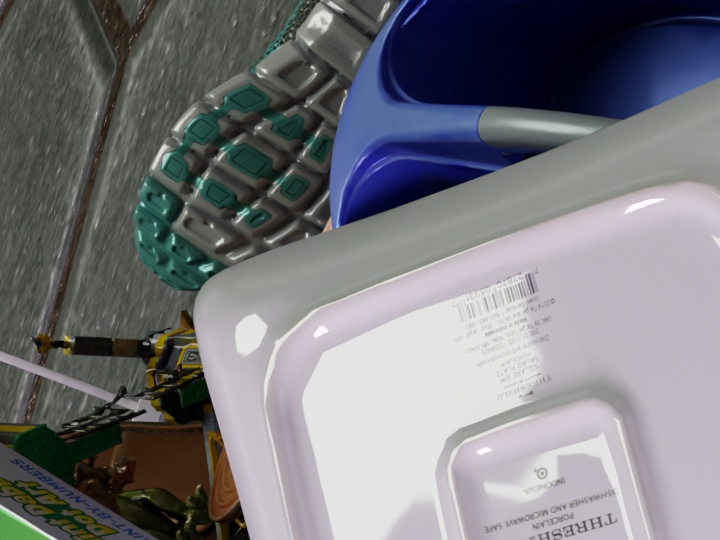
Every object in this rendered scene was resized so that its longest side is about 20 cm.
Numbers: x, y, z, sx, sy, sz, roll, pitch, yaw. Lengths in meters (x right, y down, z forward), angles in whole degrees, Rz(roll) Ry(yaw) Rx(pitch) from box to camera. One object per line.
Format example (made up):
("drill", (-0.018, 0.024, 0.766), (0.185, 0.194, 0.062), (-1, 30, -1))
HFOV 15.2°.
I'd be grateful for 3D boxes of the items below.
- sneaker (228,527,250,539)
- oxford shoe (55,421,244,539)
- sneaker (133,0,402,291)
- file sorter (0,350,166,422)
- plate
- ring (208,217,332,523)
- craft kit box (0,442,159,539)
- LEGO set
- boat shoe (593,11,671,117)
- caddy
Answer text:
("sneaker", (0.004, 0.126, 0.909), (0.200, 0.116, 0.076), (-44, 3, 11))
("oxford shoe", (-0.089, 0.104, 1.134), (0.071, 0.200, 0.071), (-131, 27, -64))
("sneaker", (-0.012, -0.071, 1.092), (0.200, 0.078, 0.091), (-47, 1, 3))
("file sorter", (-0.172, 0.143, 1.342), (0.139, 0.124, 0.200), (45, -116, -80))
("plate", (0.054, 0.063, 0.697), (0.200, 0.032, 0.200), (-21, 73, 23))
("ring", (0.000, 0.000, 0.940), (0.200, 0.019, 0.200), (-62, 7, 13))
("craft kit box", (-0.126, 0.164, 0.874), (0.197, 0.049, 0.200), (25, 106, 33))
("LEGO set", (-0.117, 0.099, 1.015), (0.116, 0.200, 0.154), (0, 111, 33))
("boat shoe", (0.100, -0.045, 0.896), (0.066, 0.072, 0.201), (-163, 96, -79))
("caddy", (0.082, -0.028, 0.775), (0.200, 0.105, 0.141), (9, 83, 39))
